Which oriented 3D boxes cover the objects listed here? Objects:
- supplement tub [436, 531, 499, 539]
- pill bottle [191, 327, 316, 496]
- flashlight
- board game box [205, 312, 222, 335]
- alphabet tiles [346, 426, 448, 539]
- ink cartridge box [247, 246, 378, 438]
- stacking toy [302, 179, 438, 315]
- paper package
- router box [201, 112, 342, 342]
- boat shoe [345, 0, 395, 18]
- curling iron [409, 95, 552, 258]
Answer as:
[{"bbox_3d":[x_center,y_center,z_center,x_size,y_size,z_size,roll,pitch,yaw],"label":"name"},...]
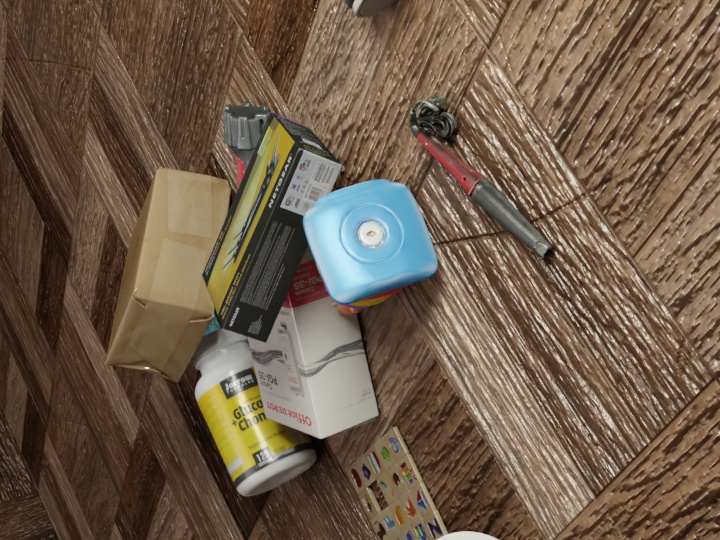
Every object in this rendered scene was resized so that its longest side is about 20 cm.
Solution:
[{"bbox_3d":[0.094,0.368,1.299,0.141,0.139,0.201,53,147,31],"label":"supplement tub"},{"bbox_3d":[-0.143,0.176,1.649,0.201,0.111,0.112,63,151,15],"label":"pill bottle"},{"bbox_3d":[-0.133,-0.095,1.517,0.068,0.067,0.202,-120,24,-60],"label":"flashlight"},{"bbox_3d":[-0.213,0.060,1.797,0.199,0.028,0.137,18,122,57],"label":"board game box"},{"bbox_3d":[0.054,0.293,1.472,0.201,0.007,0.167,64,151,14],"label":"alphabet tiles"},{"bbox_3d":[-0.064,0.077,1.474,0.146,0.082,0.202,8,113,59],"label":"ink cartridge box"},{"bbox_3d":[0.000,0.000,1.315,0.200,0.115,0.111,106,144,-68],"label":"stacking toy"},{"bbox_3d":[-0.242,0.007,1.637,0.191,0.102,0.202,123,156,-51],"label":"paper package"},{"bbox_3d":[-0.096,-0.049,1.347,0.202,0.052,0.157,-66,21,12],"label":"router box"},{"bbox_3d":[0.022,-0.290,1.109,0.057,0.066,0.200,60,155,10],"label":"boat shoe"},{"bbox_3d":[0.101,-0.082,1.132,0.201,0.025,0.050,55,151,29],"label":"curling iron"}]
